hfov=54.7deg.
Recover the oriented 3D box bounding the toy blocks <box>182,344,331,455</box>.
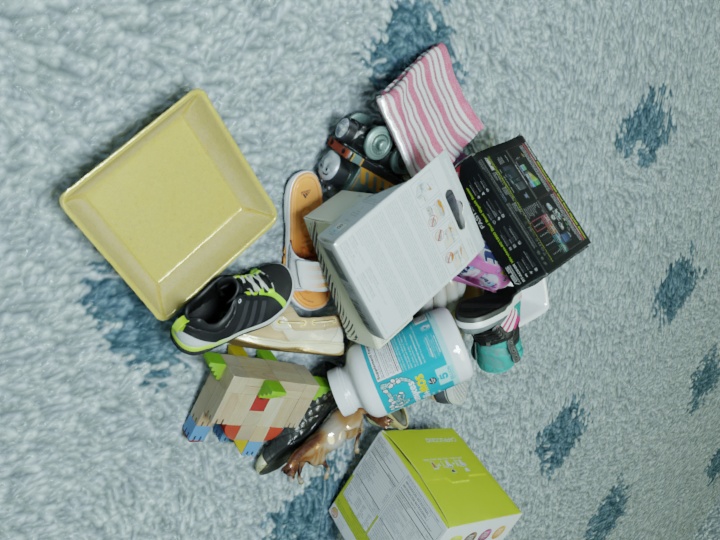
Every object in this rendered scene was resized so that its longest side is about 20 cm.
[{"bbox_3d":[-0.153,0.195,0.974,0.198,0.100,0.138,15,110,-43],"label":"toy blocks"}]

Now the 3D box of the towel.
[{"bbox_3d":[0.101,-0.216,0.970,0.148,0.030,0.200,59,44,-21],"label":"towel"}]

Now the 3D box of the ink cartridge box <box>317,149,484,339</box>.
[{"bbox_3d":[0.058,-0.036,0.895,0.199,0.047,0.161,-41,122,-19],"label":"ink cartridge box"}]

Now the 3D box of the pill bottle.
[{"bbox_3d":[0.054,0.139,1.003,0.197,0.111,0.112,-23,127,2],"label":"pill bottle"}]

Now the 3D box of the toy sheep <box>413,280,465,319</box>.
[{"bbox_3d":[0.090,0.024,1.071,0.198,0.138,0.140,-22,122,-24],"label":"toy sheep"}]

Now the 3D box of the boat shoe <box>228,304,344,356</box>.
[{"bbox_3d":[-0.110,0.076,0.969,0.197,0.073,0.071,11,78,-34],"label":"boat shoe"}]

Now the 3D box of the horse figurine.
[{"bbox_3d":[-0.039,0.262,1.072,0.199,0.050,0.134,-35,146,-20],"label":"horse figurine"}]

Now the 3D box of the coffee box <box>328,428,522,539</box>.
[{"bbox_3d":[0.106,0.406,1.169,0.198,0.200,0.200,10,119,-43],"label":"coffee box"}]

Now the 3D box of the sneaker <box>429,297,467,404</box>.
[{"bbox_3d":[0.134,0.125,1.192,0.078,0.078,0.204,10,77,-50],"label":"sneaker"}]

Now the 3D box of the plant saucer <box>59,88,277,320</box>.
[{"bbox_3d":[-0.220,-0.077,0.818,0.200,0.048,0.201,-44,130,-17],"label":"plant saucer"}]

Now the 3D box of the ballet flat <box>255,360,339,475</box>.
[{"bbox_3d":[-0.092,0.229,1.069,0.201,0.057,0.067,-49,160,-6],"label":"ballet flat"}]

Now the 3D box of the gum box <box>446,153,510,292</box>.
[{"bbox_3d":[0.165,-0.071,1.042,0.112,0.066,0.203,15,56,-33],"label":"gum box"}]

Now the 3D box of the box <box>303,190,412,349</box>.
[{"bbox_3d":[0.000,0.000,0.941,0.082,0.068,0.203,-36,122,-32],"label":"box"}]

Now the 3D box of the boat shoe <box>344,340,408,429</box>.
[{"bbox_3d":[0.029,0.180,1.116,0.073,0.062,0.203,-51,138,-39],"label":"boat shoe"}]

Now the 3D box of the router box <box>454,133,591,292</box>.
[{"bbox_3d":[0.232,-0.088,1.014,0.149,0.062,0.202,-25,82,-43],"label":"router box"}]

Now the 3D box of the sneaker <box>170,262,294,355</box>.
[{"bbox_3d":[-0.150,0.038,0.875,0.199,0.072,0.083,-36,163,-40],"label":"sneaker"}]

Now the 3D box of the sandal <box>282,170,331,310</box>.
[{"bbox_3d":[-0.066,-0.030,0.960,0.078,0.059,0.210,-21,121,-31],"label":"sandal"}]

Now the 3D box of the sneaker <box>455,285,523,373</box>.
[{"bbox_3d":[0.194,0.099,1.049,0.199,0.082,0.123,-18,109,-58],"label":"sneaker"}]

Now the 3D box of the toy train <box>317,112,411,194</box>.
[{"bbox_3d":[0.029,-0.138,0.983,0.198,0.085,0.115,21,104,-43],"label":"toy train"}]

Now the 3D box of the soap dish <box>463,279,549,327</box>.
[{"bbox_3d":[0.237,0.000,1.188,0.156,0.081,0.203,-23,106,-31],"label":"soap dish"}]
